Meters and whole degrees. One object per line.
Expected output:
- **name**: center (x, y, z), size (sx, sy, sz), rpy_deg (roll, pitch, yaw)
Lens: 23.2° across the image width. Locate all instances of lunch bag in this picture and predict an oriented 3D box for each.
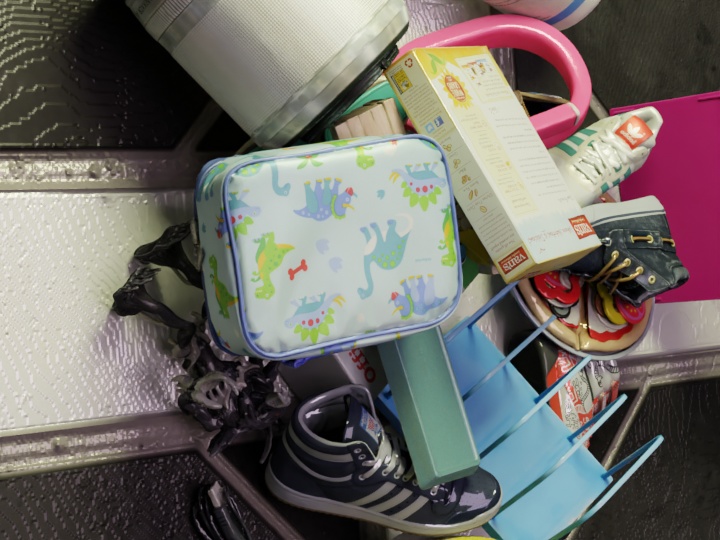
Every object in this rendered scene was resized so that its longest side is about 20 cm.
- **lunch bag**: center (-0.025, -0.016, 1.327), size (0.199, 0.082, 0.161), rpy_deg (-12, 96, -28)

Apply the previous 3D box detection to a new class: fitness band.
- **fitness band**: center (0.112, -0.161, 1.560), size (0.200, 0.037, 0.144), rpy_deg (-20, 59, -23)

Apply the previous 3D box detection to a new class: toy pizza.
- **toy pizza**: center (0.212, -0.012, 1.669), size (0.200, 0.032, 0.201), rpy_deg (18, 58, -31)

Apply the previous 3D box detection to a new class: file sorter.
- **file sorter**: center (0.141, 0.126, 1.523), size (0.200, 0.123, 0.139), rpy_deg (48, 51, 5)
- **file sorter**: center (0.356, -0.077, 1.774), size (0.125, 0.139, 0.201), rpy_deg (-11, 94, -45)

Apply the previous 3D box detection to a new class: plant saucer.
- **plant saucer**: center (0.047, 0.073, 1.423), size (0.070, 0.019, 0.201), rpy_deg (-10, 80, -46)

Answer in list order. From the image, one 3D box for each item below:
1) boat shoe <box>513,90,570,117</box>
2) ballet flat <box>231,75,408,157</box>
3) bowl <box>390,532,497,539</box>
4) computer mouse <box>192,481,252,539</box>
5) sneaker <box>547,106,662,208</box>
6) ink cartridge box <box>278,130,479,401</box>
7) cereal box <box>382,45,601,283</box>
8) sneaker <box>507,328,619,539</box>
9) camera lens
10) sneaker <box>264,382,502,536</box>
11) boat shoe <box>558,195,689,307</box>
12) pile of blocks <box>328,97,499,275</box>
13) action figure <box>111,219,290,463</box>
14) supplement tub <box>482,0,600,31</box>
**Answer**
- **boat shoe**: center (0.124, -0.135, 1.612), size (0.200, 0.072, 0.072), rpy_deg (-20, 98, -41)
- **ballet flat**: center (-0.045, -0.102, 1.464), size (0.200, 0.069, 0.070), rpy_deg (-29, 106, -25)
- **bowl**: center (0.063, 0.280, 1.484), size (0.200, 0.200, 0.108), rpy_deg (6, 45, -41)
- **computer mouse**: center (-0.141, 0.265, 1.359), size (0.200, 0.053, 0.139), rpy_deg (-32, 109, -38)
- **sneaker**: center (0.220, -0.108, 1.642), size (0.070, 0.093, 0.200), rpy_deg (52, 35, 5)
- **ink cartridge box**: center (0.000, 0.000, 1.485), size (0.200, 0.083, 0.147), rpy_deg (-49, 117, -32)
- **cereal box**: center (0.110, -0.089, 1.430), size (0.144, 0.039, 0.200), rpy_deg (-12, 72, -61)
- **sneaker**: center (0.204, 0.150, 1.665), size (0.108, 0.067, 0.202), rpy_deg (-7, 89, -39)
- **camera lens**: center (-0.074, -0.205, 1.357), size (0.200, 0.160, 0.160), rpy_deg (46, 57, -7)
- **sneaker**: center (0.028, 0.153, 1.427), size (0.199, 0.109, 0.070), rpy_deg (9, 46, -8)
- **boat shoe**: center (0.230, -0.010, 1.610), size (0.200, 0.071, 0.091), rpy_deg (-14, 73, -45)
- **pile of blocks**: center (0.041, -0.057, 1.437), size (0.200, 0.062, 0.082), rpy_deg (44, 76, -21)
- **action figure**: center (-0.106, 0.066, 1.376), size (0.200, 0.102, 0.119), rpy_deg (52, 53, -22)
- **supplement tub**: center (0.127, -0.310, 1.590), size (0.200, 0.132, 0.132), rpy_deg (22, 73, -39)
